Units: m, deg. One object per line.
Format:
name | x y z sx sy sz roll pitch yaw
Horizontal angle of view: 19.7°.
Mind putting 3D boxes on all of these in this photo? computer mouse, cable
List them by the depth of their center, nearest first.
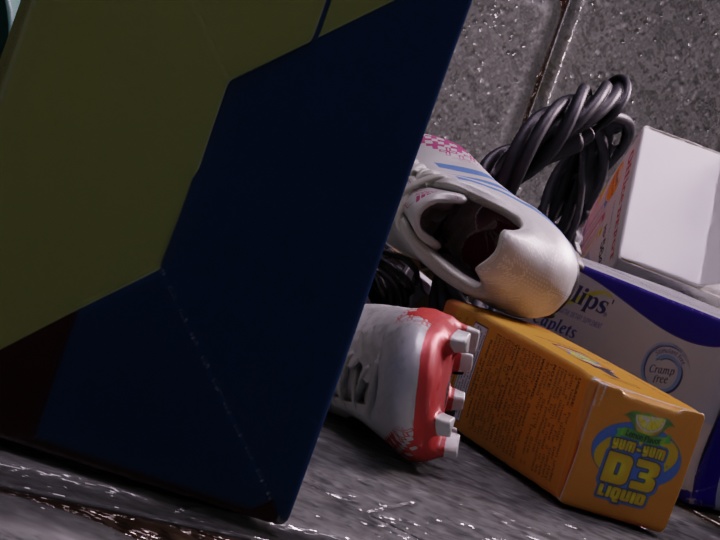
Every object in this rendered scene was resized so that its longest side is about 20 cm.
computer mouse | 0.000 0.000 1.249 0.109 0.044 0.200 35 0 14
cable | 0.104 -0.043 1.297 0.051 0.201 0.163 34 3 27

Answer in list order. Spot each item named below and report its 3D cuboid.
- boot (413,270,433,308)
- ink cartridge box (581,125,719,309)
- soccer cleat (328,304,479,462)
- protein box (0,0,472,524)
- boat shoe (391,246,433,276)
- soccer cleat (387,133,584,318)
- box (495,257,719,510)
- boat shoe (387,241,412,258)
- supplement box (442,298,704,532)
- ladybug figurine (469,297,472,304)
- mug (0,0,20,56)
boot | -0.046 -0.015 1.451 0.155 0.073 0.200 27 3 36
ink cartridge box | 0.222 0.004 1.481 0.124 0.129 0.200 19 -37 -5
soccer cleat | 0.008 0.047 0.966 0.085 0.069 0.200 11 0 1
protein box | -0.068 -0.042 0.746 0.134 0.200 0.200 19 3 -12
boat shoe | 0.028 0.010 1.601 0.199 0.065 0.071 22 5 31
soccer cleat | 0.043 -0.038 1.177 0.086 0.070 0.200 25 6 -45
box | 0.202 0.074 1.265 0.199 0.106 0.183 17 5 -46
boat shoe | 0.016 -0.059 1.433 0.199 0.076 0.060 16 -12 45
supplement box | 0.096 0.070 1.064 0.066 0.069 0.200 18 2 -20
ladybug figurine | 0.089 -0.021 1.533 0.136 0.072 0.200 44 6 22
mug | -0.239 -0.113 1.301 0.184 0.153 0.114 22 1 41
